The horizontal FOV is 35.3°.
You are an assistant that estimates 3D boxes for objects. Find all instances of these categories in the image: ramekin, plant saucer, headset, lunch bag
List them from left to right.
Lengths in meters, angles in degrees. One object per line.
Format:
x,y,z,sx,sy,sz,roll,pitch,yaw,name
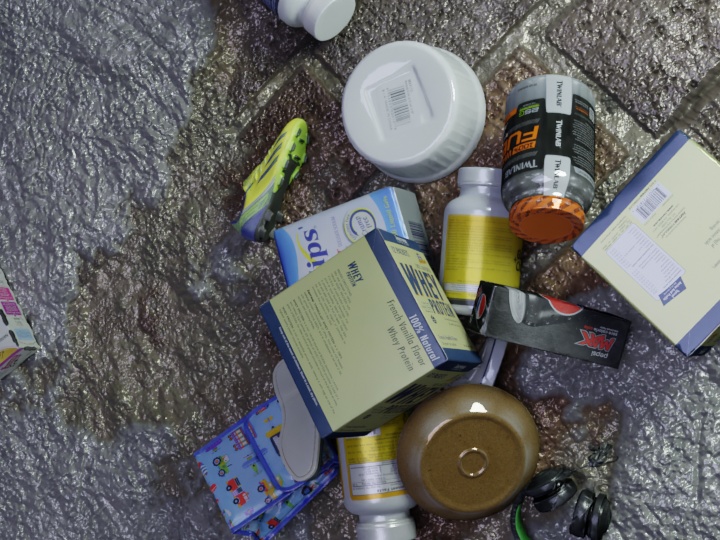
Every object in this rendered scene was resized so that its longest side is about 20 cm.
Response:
-0.122,0.279,1.670,0.200,0.094,0.151,-40,54,5,lunch bag
0.069,-0.230,1.613,0.200,0.098,0.202,-2,86,24,ramekin
0.149,0.254,1.527,0.199,0.035,0.201,-2,104,-6,plant saucer
0.274,0.309,1.489,0.123,0.094,0.201,34,112,14,headset

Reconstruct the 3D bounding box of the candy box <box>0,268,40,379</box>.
-0.651,0.086,1.931,0.136,0.061,0.200,-37,74,17,candy box

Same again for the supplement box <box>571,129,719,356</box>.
0.416,-0.030,1.421,0.200,0.134,0.200,46,106,19,supplement box

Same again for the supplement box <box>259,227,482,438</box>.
0.013,0.085,1.483,0.199,0.134,0.201,-34,71,18,supplement box

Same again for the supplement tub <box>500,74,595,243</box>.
0.247,-0.145,1.484,0.122,0.123,0.201,-6,61,23,supplement tub

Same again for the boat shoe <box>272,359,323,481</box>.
-0.081,0.216,1.610,0.075,0.062,0.201,-32,47,15,boat shoe

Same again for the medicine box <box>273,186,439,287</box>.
0.000,0.000,1.628,0.199,0.103,0.183,-20,79,21,medicine box

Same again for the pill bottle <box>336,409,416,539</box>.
0.026,0.280,1.594,0.112,0.113,0.201,-10,83,23,pill bottle

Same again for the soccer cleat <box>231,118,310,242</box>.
-0.141,-0.142,1.719,0.083,0.065,0.201,25,97,25,soccer cleat

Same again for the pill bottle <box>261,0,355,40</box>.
-0.103,-0.437,1.693,0.200,0.111,0.111,45,104,20,pill bottle

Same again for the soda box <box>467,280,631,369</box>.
0.247,0.070,1.481,0.199,0.063,0.071,14,94,-13,soda box

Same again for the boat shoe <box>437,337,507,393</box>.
0.134,0.167,1.572,0.086,0.075,0.203,24,104,6,boat shoe

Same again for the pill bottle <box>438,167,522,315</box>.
0.167,-0.037,1.551,0.112,0.112,0.201,4,89,24,pill bottle
